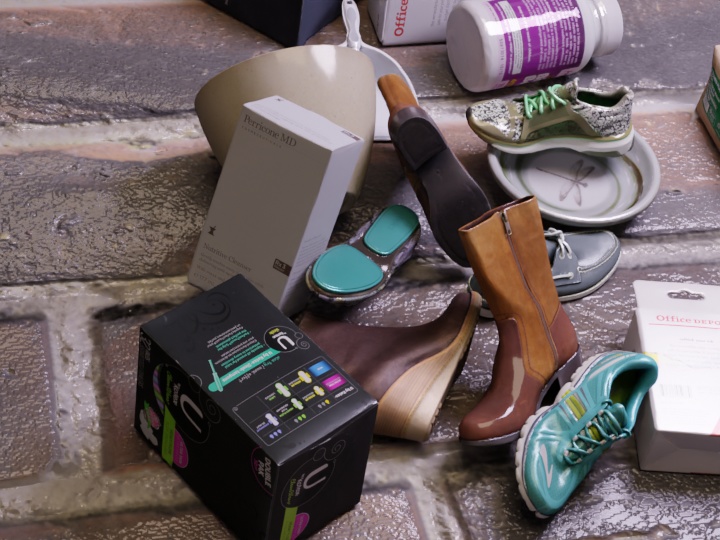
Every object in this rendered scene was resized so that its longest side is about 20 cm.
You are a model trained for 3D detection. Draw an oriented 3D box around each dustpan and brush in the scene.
[{"bbox_3d":[-0.006,-0.242,1.946,0.138,0.057,0.201,0,46,-9],"label":"dustpan and brush"}]

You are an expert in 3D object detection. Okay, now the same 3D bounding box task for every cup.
[{"bbox_3d":[-0.068,-0.131,1.760,0.199,0.200,0.144,-8,74,-17],"label":"cup"}]

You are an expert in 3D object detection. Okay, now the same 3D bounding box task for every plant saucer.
[{"bbox_3d":[0.237,-0.108,1.863,0.198,0.050,0.201,5,45,-5],"label":"plant saucer"}]

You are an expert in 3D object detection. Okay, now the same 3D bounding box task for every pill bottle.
[{"bbox_3d":[0.213,-0.286,1.990,0.199,0.113,0.113,-13,49,-21],"label":"pill bottle"}]

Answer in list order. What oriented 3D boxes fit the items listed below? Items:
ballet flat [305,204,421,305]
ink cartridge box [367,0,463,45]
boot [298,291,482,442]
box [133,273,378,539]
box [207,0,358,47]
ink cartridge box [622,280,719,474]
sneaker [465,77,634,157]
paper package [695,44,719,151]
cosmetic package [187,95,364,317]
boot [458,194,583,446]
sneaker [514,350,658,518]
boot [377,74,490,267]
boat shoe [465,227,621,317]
[{"bbox_3d":[0.000,0.000,1.699,0.072,0.072,0.200,27,36,17],"label":"ballet flat"},{"bbox_3d":[0.117,-0.364,2.025,0.198,0.147,0.086,-5,45,-14],"label":"ink cartridge box"},{"bbox_3d":[0.022,0.069,1.637,0.165,0.073,0.201,22,50,9],"label":"boot"},{"bbox_3d":[-0.099,0.133,1.501,0.124,0.149,0.200,-29,57,-33],"label":"box"},{"bbox_3d":[-0.095,-0.404,2.053,0.199,0.118,0.197,31,49,18],"label":"box"},{"bbox_3d":[0.332,0.105,1.657,0.115,0.068,0.201,5,47,-5],"label":"ink cartridge box"},{"bbox_3d":[0.216,-0.184,1.836,0.198,0.089,0.077,1,45,-8],"label":"sneaker"},{"bbox_3d":[0.518,-0.171,1.934,0.189,0.104,0.201,-4,47,-13],"label":"paper package"},{"bbox_3d":[-0.086,-0.061,1.651,0.112,0.201,0.081,25,23,18],"label":"cosmetic package"},{"bbox_3d":[0.137,0.050,1.584,0.188,0.201,0.068,-31,22,-33],"label":"boot"},{"bbox_3d":[0.214,0.148,1.561,0.078,0.079,0.200,49,60,-19],"label":"sneaker"},{"bbox_3d":[0.075,-0.110,1.798,0.068,0.189,0.200,-35,18,5],"label":"boot"},{"bbox_3d":[0.202,-0.009,1.751,0.199,0.062,0.073,-19,51,-25],"label":"boat shoe"}]
